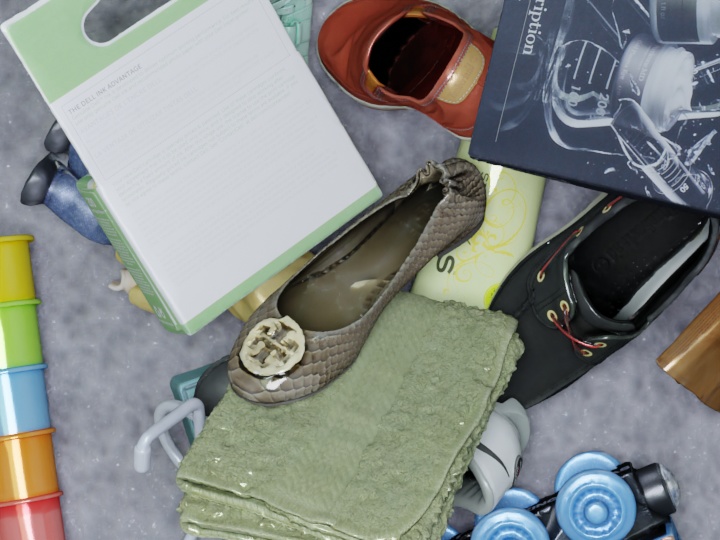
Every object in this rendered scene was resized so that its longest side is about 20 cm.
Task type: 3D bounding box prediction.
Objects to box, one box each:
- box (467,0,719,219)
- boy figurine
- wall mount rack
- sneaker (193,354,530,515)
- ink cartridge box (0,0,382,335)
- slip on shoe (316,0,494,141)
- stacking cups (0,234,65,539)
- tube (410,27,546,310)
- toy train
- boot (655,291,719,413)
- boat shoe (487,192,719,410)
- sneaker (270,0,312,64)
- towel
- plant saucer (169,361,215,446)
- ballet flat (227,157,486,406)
[{"bbox_3d":[0.175,-0.130,1.008,0.181,0.104,0.201,15,93,32],"label":"box"},{"bbox_3d":[-0.102,-0.027,1.191,0.199,0.064,0.125,29,112,6],"label":"boy figurine"},{"bbox_3d":[-0.068,0.171,1.146,0.200,0.174,0.074,32,51,29],"label":"wall mount rack"},{"bbox_3d":[-0.006,0.096,1.139,0.199,0.089,0.074,7,120,10],"label":"sneaker"},{"bbox_3d":[-0.096,-0.085,1.109,0.145,0.048,0.201,-36,106,-18],"label":"ink cartridge box"},{"bbox_3d":[0.026,-0.125,1.137,0.061,0.200,0.074,31,92,-33],"label":"slip on shoe"},{"bbox_3d":[-0.215,0.081,1.213,0.060,0.061,0.201,-8,90,6],"label":"stacking cups"},{"bbox_3d":[0.080,-0.042,1.184,0.058,0.052,0.201,20,97,41],"label":"tube"},{"bbox_3d":[0.101,0.184,1.148,0.199,0.087,0.115,-25,92,7],"label":"toy train"},{"bbox_3d":[0.232,-0.022,1.100,0.200,0.188,0.068,-44,66,1],"label":"boot"},{"bbox_3d":[0.130,0.012,1.131,0.074,0.063,0.201,39,118,-7],"label":"boat shoe"},{"bbox_3d":[-0.068,-0.151,1.172,0.073,0.118,0.202,6,88,6],"label":"sneaker"},{"bbox_3d":[-0.004,0.081,1.088,0.148,0.037,0.200,16,48,14],"label":"towel"},{"bbox_3d":[-0.054,0.148,1.203,0.070,0.019,0.201,-20,83,5],"label":"plant saucer"},{"bbox_3d":[0.000,0.000,1.104,0.067,0.046,0.200,35,60,27],"label":"ballet flat"}]
